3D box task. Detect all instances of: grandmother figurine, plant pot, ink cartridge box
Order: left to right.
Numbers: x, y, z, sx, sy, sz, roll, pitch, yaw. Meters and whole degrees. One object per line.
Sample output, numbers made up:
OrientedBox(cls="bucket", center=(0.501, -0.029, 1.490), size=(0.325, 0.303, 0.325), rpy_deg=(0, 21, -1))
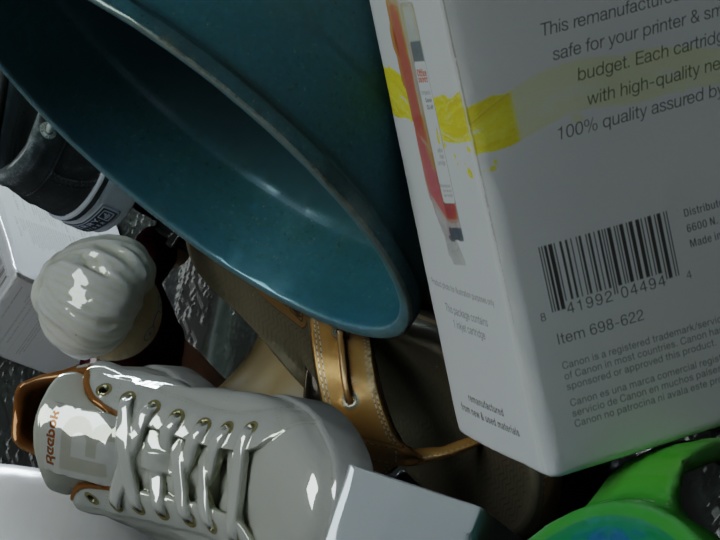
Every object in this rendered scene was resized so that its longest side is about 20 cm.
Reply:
OrientedBox(cls="grandmother figurine", center=(-0.089, 0.037, 1.203), size=(0.060, 0.200, 0.122), rpy_deg=(-1, 68, 9))
OrientedBox(cls="plant pot", center=(-0.008, -0.111, 1.018), size=(0.188, 0.200, 0.200), rpy_deg=(-52, 29, -15))
OrientedBox(cls="ink cartridge box", center=(0.089, -0.055, 0.906), size=(0.083, 0.145, 0.201), rpy_deg=(-158, 55, -71))

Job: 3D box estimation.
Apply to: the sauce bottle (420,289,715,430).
OrientedBox(cls="sauce bottle", center=(0.063, 0.008, 1.075), size=(0.200, 0.065, 0.065), rpy_deg=(19, 87, 48))

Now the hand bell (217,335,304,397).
OrientedBox(cls="hand bell", center=(0.000, 0.000, 1.198), size=(0.104, 0.104, 0.201), rpy_deg=(-10, 51, 53))

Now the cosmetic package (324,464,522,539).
OrientedBox(cls="cosmetic package", center=(0.011, 0.155, 0.981), size=(0.051, 0.200, 0.151), rpy_deg=(19, 83, 14))

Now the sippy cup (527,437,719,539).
OrientedBox(cls="sippy cup", center=(0.110, 0.152, 0.876), size=(0.178, 0.130, 0.140), rpy_deg=(-59, 34, 12))

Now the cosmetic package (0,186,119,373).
OrientedBox(cls="cosmetic package", center=(-0.170, -0.024, 1.449), size=(0.051, 0.082, 0.200), rpy_deg=(-56, 33, 22))

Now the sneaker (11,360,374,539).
OrientedBox(cls="sneaker", center=(-0.069, 0.075, 1.043), size=(0.200, 0.084, 0.073), rpy_deg=(11, 95, 60))

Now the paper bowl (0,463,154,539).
OrientedBox(cls="paper bowl", center=(-0.125, 0.145, 1.164), size=(0.200, 0.200, 0.105), rpy_deg=(-13, 59, 52))

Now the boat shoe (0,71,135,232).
OrientedBox(cls="boat shoe", center=(-0.121, -0.115, 1.196), size=(0.073, 0.068, 0.200), rpy_deg=(-19, 55, 46))

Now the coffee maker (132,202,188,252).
OrientedBox(cls="coffee maker", center=(-0.027, -0.107, 1.247), size=(0.201, 0.134, 0.192), rpy_deg=(-61, 34, 6))

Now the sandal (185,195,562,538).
OrientedBox(cls="sandal", center=(-0.005, 0.040, 1.083), size=(0.200, 0.054, 0.081), rpy_deg=(39, 142, 27))
